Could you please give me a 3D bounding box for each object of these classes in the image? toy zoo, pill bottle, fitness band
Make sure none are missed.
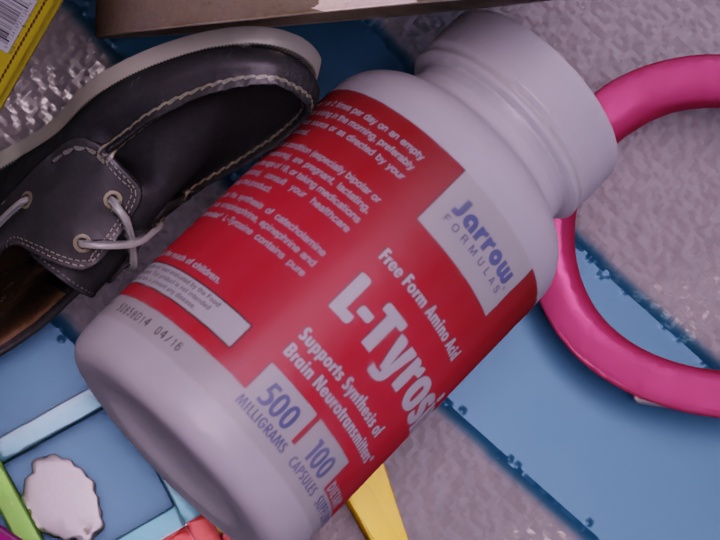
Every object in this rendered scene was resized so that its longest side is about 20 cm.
[{"bbox_3d":[-0.067,0.098,0.829,0.199,0.020,0.132,-28,86,-10],"label":"toy zoo"},{"bbox_3d":[0.000,0.000,0.786,0.112,0.112,0.200,45,75,1],"label":"pill bottle"},{"bbox_3d":[0.164,-0.012,0.837,0.199,0.037,0.145,4,90,15],"label":"fitness band"}]

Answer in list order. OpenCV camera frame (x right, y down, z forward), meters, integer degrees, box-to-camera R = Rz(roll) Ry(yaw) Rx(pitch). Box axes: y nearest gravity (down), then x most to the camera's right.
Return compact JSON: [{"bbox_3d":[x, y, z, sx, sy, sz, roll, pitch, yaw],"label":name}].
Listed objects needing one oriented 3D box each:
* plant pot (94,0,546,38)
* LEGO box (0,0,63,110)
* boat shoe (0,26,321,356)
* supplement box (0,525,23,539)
[{"bbox_3d":[-0.012,-0.192,0.771,0.186,0.187,0.202,-5,96,-7],"label":"plant pot"},{"bbox_3d":[-0.155,-0.064,0.690,0.077,0.149,0.201,30,56,-11],"label":"LEGO box"},{"bbox_3d":[-0.093,-0.023,0.778,0.199,0.072,0.068,-28,57,24],"label":"boat shoe"},{"bbox_3d":[-0.165,0.112,0.660,0.200,0.101,0.104,43,65,-34],"label":"supplement box"}]
